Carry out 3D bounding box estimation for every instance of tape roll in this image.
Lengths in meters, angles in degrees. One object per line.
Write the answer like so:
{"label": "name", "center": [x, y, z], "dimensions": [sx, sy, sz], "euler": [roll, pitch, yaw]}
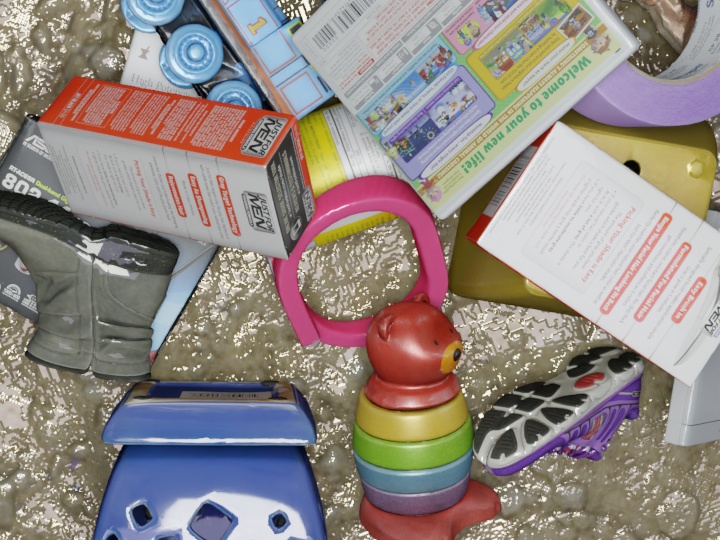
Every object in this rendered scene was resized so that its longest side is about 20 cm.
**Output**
{"label": "tape roll", "center": [0.221, -0.210, 1.120], "dimensions": [0.199, 0.066, 0.201], "euler": [-3, 96, -24]}

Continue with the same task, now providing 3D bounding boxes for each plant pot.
{"label": "plant pot", "center": [-0.123, 0.188, 1.239], "dimensions": [0.199, 0.200, 0.181], "euler": [1, 92, -4]}
{"label": "plant pot", "center": [0.196, -0.049, 1.235], "dimensions": [0.199, 0.176, 0.201], "euler": [10, 97, -5]}

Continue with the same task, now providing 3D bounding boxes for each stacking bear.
{"label": "stacking bear", "center": [0.047, 0.123, 1.263], "dimensions": [0.113, 0.121, 0.201], "euler": [13, 115, 37]}

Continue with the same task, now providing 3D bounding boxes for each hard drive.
{"label": "hard drive", "center": [0.321, 0.048, 1.292], "dimensions": [0.027, 0.132, 0.201], "euler": [13, 99, 38]}

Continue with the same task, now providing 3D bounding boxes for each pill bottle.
{"label": "pill bottle", "center": [-0.005, -0.089, 1.249], "dimensions": [0.199, 0.109, 0.110], "euler": [-19, 99, -1]}

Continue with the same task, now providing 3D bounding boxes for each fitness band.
{"label": "fitness band", "center": [0.000, 0.000, 1.237], "dimensions": [0.143, 0.038, 0.200], "euler": [-20, 142, -1]}

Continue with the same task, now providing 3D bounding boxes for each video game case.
{"label": "video game case", "center": [0.072, -0.167, 1.080], "dimensions": [0.200, 0.022, 0.182], "euler": [-42, 86, 27]}

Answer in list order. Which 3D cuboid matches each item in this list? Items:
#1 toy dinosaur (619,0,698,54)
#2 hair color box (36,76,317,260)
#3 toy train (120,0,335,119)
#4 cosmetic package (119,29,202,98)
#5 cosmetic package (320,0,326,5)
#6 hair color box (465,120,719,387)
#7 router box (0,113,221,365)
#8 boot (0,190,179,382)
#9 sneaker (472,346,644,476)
{"label": "toy dinosaur", "center": [0.324, -0.212, 1.273], "dimensions": [0.199, 0.086, 0.136], "euler": [6, 91, -11]}
{"label": "hair color box", "center": [-0.140, -0.080, 1.142], "dimensions": [0.199, 0.061, 0.102], "euler": [13, 141, 21]}
{"label": "toy train", "center": [-0.107, -0.189, 1.173], "dimensions": [0.114, 0.087, 0.200], "euler": [-36, 100, -9]}
{"label": "cosmetic package", "center": [-0.143, -0.182, 1.245], "dimensions": [0.101, 0.074, 0.201], "euler": [15, 98, -7]}
{"label": "cosmetic package", "center": [0.065, -0.245, 1.204], "dimensions": [0.199, 0.166, 0.168], "euler": [-11, 99, -2]}
{"label": "hair color box", "center": [0.193, -0.014, 1.120], "dimensions": [0.200, 0.064, 0.111], "euler": [34, 93, -7]}
{"label": "router box", "center": [-0.233, -0.020, 1.265], "dimensions": [0.199, 0.062, 0.150], "euler": [30, 93, -7]}
{"label": "boot", "center": [-0.254, 0.017, 1.207], "dimensions": [0.199, 0.068, 0.131], "euler": [18, 102, -5]}
{"label": "sneaker", "center": [0.182, 0.136, 1.275], "dimensions": [0.199, 0.080, 0.084], "euler": [-22, 111, -36]}
